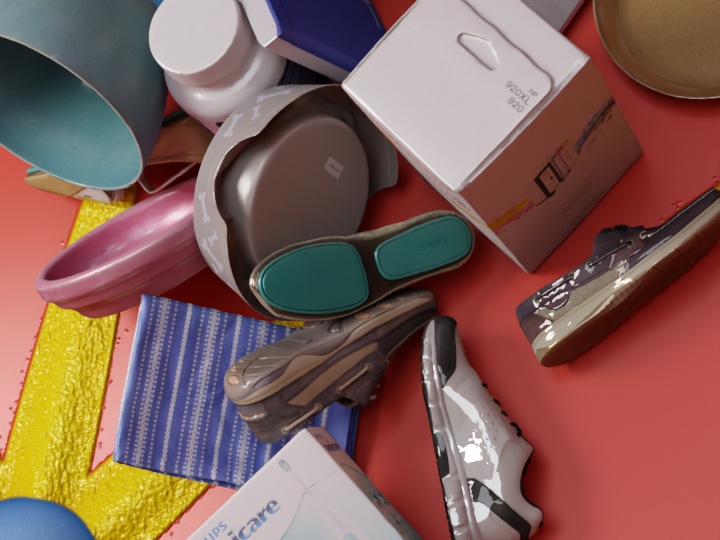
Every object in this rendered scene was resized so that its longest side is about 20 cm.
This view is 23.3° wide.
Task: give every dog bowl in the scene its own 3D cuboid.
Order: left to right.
[{"bbox_3d":[-0.056,-0.062,1.445,0.058,0.200,0.201,22,81,38],"label":"dog bowl"}]

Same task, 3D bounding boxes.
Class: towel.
[{"bbox_3d":[-0.096,0.109,1.432,0.199,0.024,0.146,13,73,-15],"label":"towel"}]

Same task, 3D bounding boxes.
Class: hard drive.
[{"bbox_3d":[-0.038,-0.218,1.483,0.025,0.200,0.133,-36,62,23],"label":"hard drive"}]

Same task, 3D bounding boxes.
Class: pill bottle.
[{"bbox_3d":[-0.100,-0.166,1.489,0.110,0.200,0.112,-7,70,20],"label":"pill bottle"}]

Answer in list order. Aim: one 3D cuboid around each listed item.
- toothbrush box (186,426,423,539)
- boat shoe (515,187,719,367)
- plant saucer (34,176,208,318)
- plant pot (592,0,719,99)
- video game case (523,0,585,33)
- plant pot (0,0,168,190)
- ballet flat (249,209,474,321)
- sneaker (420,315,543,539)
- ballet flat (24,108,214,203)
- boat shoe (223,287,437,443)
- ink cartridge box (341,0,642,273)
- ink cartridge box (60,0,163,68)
[{"bbox_3d":[-0.024,0.243,1.355,0.146,0.085,0.200,-44,82,3],"label":"toothbrush box"},{"bbox_3d":[0.208,-0.005,1.386,0.200,0.072,0.065,-41,67,11],"label":"boat shoe"},{"bbox_3d":[-0.183,-0.018,1.504,0.199,0.201,0.051,-24,105,13],"label":"plant saucer"},{"bbox_3d":[0.294,-0.232,1.452,0.199,0.027,0.202,-7,71,19],"label":"plant pot"},{"bbox_3d":[0.157,-0.303,1.493,0.143,0.017,0.201,35,87,-8],"label":"video game case"},{"bbox_3d":[-0.243,-0.184,1.499,0.199,0.201,0.135,15,60,25],"label":"plant pot"},{"bbox_3d":[0.000,0.000,1.432,0.199,0.062,0.068,-13,89,-18],"label":"ballet flat"},{"bbox_3d":[0.094,0.130,1.395,0.079,0.074,0.201,-13,72,2],"label":"sneaker"},{"bbox_3d":[-0.217,-0.094,1.590,0.199,0.069,0.063,-18,101,23],"label":"ballet flat"},{"bbox_3d":[-0.020,0.076,1.428,0.199,0.074,0.074,-27,19,-23],"label":"boat shoe"},{"bbox_3d":[0.109,-0.121,1.391,0.145,0.200,0.147,-47,62,1],"label":"ink cartridge box"},{"bbox_3d":[-0.234,-0.278,1.647,0.144,0.085,0.201,-18,68,14],"label":"ink cartridge box"}]
